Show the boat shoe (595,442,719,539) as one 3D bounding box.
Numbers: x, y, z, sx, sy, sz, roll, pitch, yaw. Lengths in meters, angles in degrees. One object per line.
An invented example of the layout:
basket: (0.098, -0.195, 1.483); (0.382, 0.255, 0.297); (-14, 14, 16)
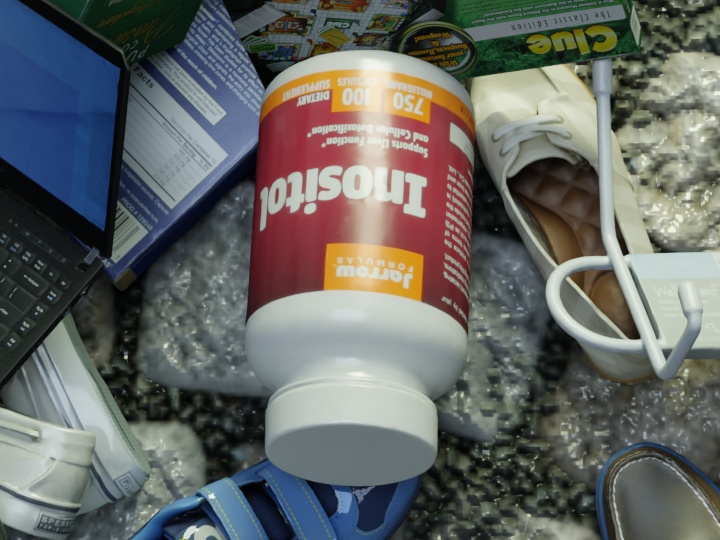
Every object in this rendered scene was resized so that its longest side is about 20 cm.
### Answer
boat shoe: (0.181, 0.172, 1.293); (0.072, 0.072, 0.200); (-30, 77, 0)

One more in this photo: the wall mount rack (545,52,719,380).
wall mount rack: (0.188, -0.024, 1.305); (0.200, 0.075, 0.174); (0, 48, -19)

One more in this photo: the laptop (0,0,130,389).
laptop: (-0.218, -0.045, 1.290); (0.177, 0.103, 0.200); (34, 77, 32)

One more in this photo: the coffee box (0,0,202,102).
coffee box: (-0.102, -0.181, 1.288); (0.044, 0.123, 0.200); (41, 129, 13)

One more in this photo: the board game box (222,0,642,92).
board game box: (0.032, -0.138, 1.306); (0.200, 0.105, 0.023); (-7, 43, 18)

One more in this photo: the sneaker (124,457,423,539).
sneaker: (-0.055, 0.137, 1.325); (0.200, 0.082, 0.074); (-33, 76, -2)

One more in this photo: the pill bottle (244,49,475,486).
pill bottle: (0.000, 0.000, 1.307); (0.113, 0.113, 0.200); (-1, 65, 7)

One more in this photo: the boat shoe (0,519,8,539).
boat shoe: (-0.211, 0.188, 1.282); (0.065, 0.202, 0.074); (11, 39, 10)

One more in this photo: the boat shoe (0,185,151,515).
boat shoe: (-0.183, 0.038, 1.363); (0.067, 0.074, 0.200); (-28, 77, 1)

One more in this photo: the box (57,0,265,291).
box: (-0.098, -0.100, 1.399); (0.200, 0.032, 0.121); (-44, 78, -3)

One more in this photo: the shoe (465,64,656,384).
shoe: (0.111, -0.038, 1.351); (0.070, 0.053, 0.200); (-25, 77, 2)

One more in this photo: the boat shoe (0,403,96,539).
boat shoe: (-0.215, 0.067, 1.326); (0.200, 0.071, 0.070); (25, 94, 33)
